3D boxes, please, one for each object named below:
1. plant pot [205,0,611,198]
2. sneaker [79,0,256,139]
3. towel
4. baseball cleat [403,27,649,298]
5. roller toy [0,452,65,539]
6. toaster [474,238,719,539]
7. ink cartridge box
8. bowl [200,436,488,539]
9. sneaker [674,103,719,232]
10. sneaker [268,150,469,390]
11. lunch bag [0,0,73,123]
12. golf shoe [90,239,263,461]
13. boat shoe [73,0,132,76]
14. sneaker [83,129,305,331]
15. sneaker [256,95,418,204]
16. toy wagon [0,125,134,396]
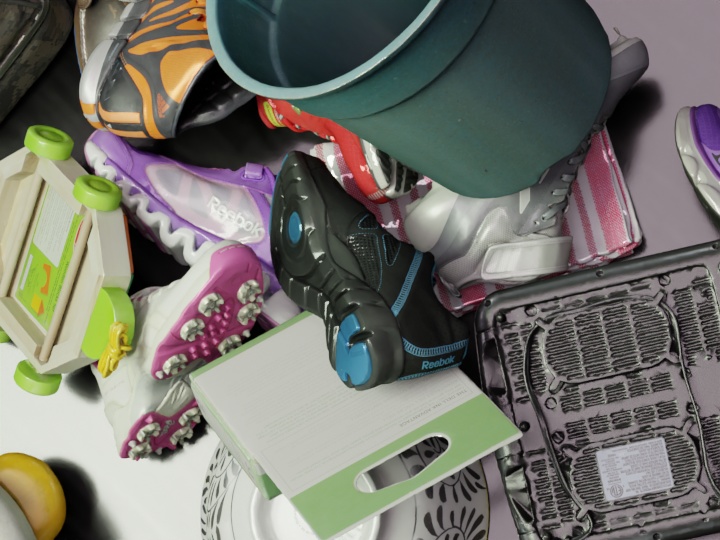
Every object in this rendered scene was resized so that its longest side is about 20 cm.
[{"bbox_3d":[0.043,-0.150,1.454,0.199,0.196,0.201,-21,53,31],"label":"plant pot"},{"bbox_3d":[-0.098,-0.170,1.585,0.112,0.078,0.201,13,72,35],"label":"sneaker"},{"bbox_3d":[0.075,-0.049,1.593,0.199,0.030,0.147,-20,80,9],"label":"towel"},{"bbox_3d":[0.125,-0.060,1.543,0.200,0.070,0.107,-39,81,15],"label":"baseball cleat"},{"bbox_3d":[-0.298,0.211,1.583,0.181,0.140,0.201,9,83,1],"label":"roller toy"},{"bbox_3d":[0.167,0.092,1.513,0.199,0.119,0.182,-14,81,9],"label":"toaster"},{"bbox_3d":[-0.002,0.096,1.487,0.145,0.048,0.200,-28,41,-13],"label":"ink cartridge box"},{"bbox_3d":[-0.021,0.160,1.557,0.199,0.094,0.202,-1,84,12],"label":"bowl"},{"bbox_3d":[0.269,-0.039,1.503,0.083,0.081,0.200,-36,51,2],"label":"sneaker"},{"bbox_3d":[0.000,0.000,1.510,0.081,0.073,0.201,-4,45,-25],"label":"sneaker"},{"bbox_3d":[-0.319,-0.195,1.616,0.200,0.168,0.139,42,93,13],"label":"lunch bag"},{"bbox_3d":[-0.129,0.038,1.565,0.092,0.075,0.200,57,135,26],"label":"golf shoe"},{"bbox_3d":[-0.171,-0.208,1.636,0.072,0.072,0.201,-1,83,12],"label":"boat shoe"},{"bbox_3d":[-0.096,-0.041,1.606,0.200,0.081,0.089,37,83,11],"label":"sneaker"},{"bbox_3d":[-0.025,-0.114,1.592,0.085,0.077,0.201,-37,57,16],"label":"sneaker"},{"bbox_3d":[-0.198,0.005,1.584,0.200,0.039,0.156,42,121,41],"label":"toy wagon"}]
